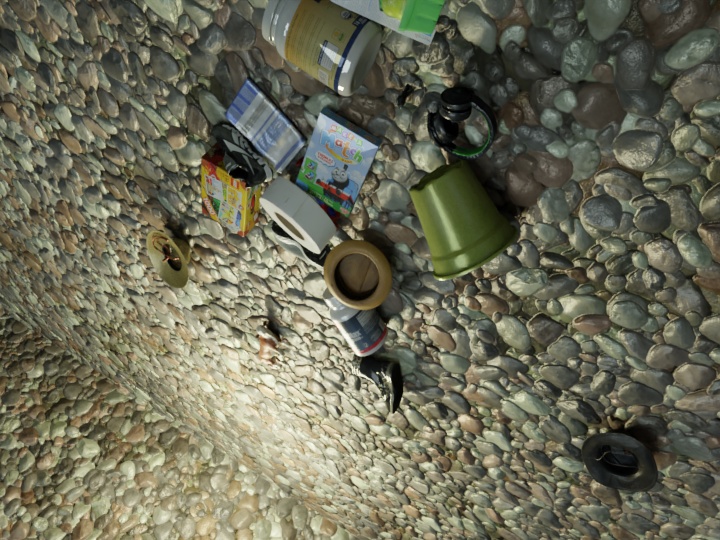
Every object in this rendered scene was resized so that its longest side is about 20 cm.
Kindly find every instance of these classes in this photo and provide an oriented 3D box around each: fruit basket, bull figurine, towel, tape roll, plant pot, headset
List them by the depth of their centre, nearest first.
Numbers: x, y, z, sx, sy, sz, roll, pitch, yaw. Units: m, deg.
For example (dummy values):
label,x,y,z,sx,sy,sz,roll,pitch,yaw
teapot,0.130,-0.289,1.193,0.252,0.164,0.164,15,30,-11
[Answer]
label,x,y,z,sx,sy,sz,roll,pitch,yaw
fruit basket,0.058,-0.492,0.988,0.195,0.095,0.187,27,141,3
headset,0.161,-0.284,1.131,0.197,0.095,0.124,35,142,1
plant pot,0.193,-0.115,1.223,0.197,0.200,0.188,-19,107,46
towel,-0.227,-0.339,1.429,0.200,0.024,0.146,46,140,-11
tape roll,-0.154,-0.134,1.474,0.201,0.071,0.203,40,169,9
bull figurine,-0.305,0.261,2.057,0.119,0.066,0.203,30,142,13

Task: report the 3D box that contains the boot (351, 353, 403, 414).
label,x,y,z,sx,sy,sz,roll,pitch,yaw
boot,0.053,0.344,1.870,0.150,0.074,0.209,17,134,27

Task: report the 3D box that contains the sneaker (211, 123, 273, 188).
label,x,y,z,sx,sy,sz,roll,pitch,yaw
sneaker,-0.309,-0.280,1.480,0.200,0.090,0.067,45,146,6

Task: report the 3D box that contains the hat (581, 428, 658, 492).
label,x,y,z,sx,sy,sz,roll,pitch,yaw
hat,0.657,0.461,1.522,0.195,0.081,0.206,17,129,21

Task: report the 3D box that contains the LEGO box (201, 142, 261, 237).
label,x,y,z,sx,sy,sz,roll,pitch,yaw
LEGO box,-0.345,-0.212,1.601,0.146,0.078,0.203,29,141,9

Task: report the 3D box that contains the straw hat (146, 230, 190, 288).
label,x,y,z,sx,sy,sz,roll,pitch,yaw
straw hat,-0.597,-0.053,1.949,0.196,0.085,0.207,18,126,26

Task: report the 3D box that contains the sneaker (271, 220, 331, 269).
label,x,y,z,sx,sy,sz,roll,pitch,yaw
sneaker,-0.154,-0.065,1.620,0.197,0.074,0.080,34,152,13

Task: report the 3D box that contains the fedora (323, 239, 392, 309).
label,x,y,z,sx,sy,sz,roll,pitch,yaw
fedora,0.000,0.000,1.535,0.194,0.082,0.207,10,122,15

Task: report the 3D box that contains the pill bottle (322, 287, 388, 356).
label,x,y,z,sx,sy,sz,roll,pitch,yaw
pill bottle,-0.018,0.124,1.660,0.117,0.121,0.203,-11,122,43

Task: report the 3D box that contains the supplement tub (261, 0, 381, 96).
label,x,y,z,sx,sy,sz,roll,pitch,yaw
supplement tub,-0.071,-0.435,1.113,0.197,0.146,0.146,32,142,4

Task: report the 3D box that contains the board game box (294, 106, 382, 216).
label,x,y,z,sx,sy,sz,roll,pitch,yaw
board game box,-0.053,-0.240,1.353,0.148,0.037,0.203,29,130,2

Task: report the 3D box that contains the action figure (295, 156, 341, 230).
label,x,y,z,sx,sy,sz,roll,pitch,yaw
action figure,-0.097,-0.180,1.474,0.064,0.052,0.203,-3,129,32
